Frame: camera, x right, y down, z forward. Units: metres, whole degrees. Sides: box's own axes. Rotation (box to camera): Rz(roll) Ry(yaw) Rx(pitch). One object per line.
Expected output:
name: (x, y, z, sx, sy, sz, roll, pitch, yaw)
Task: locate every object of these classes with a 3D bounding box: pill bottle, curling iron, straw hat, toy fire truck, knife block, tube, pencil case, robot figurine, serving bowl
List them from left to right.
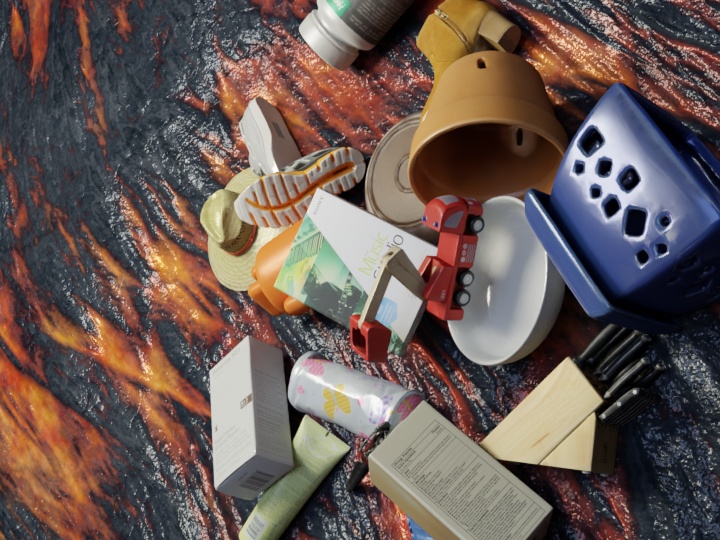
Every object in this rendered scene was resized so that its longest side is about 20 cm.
straw hat: (-0.202, -0.077, 1.541, 0.198, 0.084, 0.206, -12, 70, 36)
tube: (-0.096, 0.302, 1.372, 0.202, 0.057, 0.052, -58, 39, 11)
robot figurine: (-0.070, -0.014, 1.396, 0.198, 0.143, 0.118, -30, 87, 29)
pencil case: (-0.005, 0.172, 1.308, 0.198, 0.090, 0.085, 16, 97, 41)
curling iron: (0.004, 0.240, 1.250, 0.026, 0.049, 0.201, 42, 150, 11)
pill bottle: (0.008, -0.396, 1.443, 0.200, 0.112, 0.114, -46, 54, 20)
toy fire truck: (0.067, 0.007, 1.193, 0.049, 0.138, 0.205, 31, 115, 58)
serving bowl: (0.183, 0.016, 1.196, 0.199, 0.065, 0.205, -27, 58, 56)
knife block: (0.242, 0.139, 1.133, 0.197, 0.063, 0.180, -1, 76, 39)

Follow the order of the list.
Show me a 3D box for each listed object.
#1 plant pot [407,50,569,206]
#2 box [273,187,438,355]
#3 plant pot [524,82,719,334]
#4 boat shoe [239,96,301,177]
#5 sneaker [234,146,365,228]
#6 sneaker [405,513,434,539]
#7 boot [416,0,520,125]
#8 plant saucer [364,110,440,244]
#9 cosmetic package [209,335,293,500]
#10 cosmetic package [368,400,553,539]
plant pot: (0.160, -0.170, 1.218, 0.197, 0.199, 0.143, -18, 50, 34)
box: (0.000, 0.000, 1.283, 0.197, 0.036, 0.147, 27, 94, 19)
plant pot: (0.303, -0.049, 1.055, 0.180, 0.198, 0.202, -45, 54, 26)
boat shoe: (-0.144, -0.182, 1.536, 0.069, 0.071, 0.202, -45, 55, 28)
sneaker: (-0.089, -0.122, 1.431, 0.196, 0.080, 0.077, -22, 22, -9)
sneaker: (0.075, 0.333, 1.203, 0.200, 0.077, 0.112, 42, 95, 32)
boot: (0.116, -0.279, 1.350, 0.202, 0.071, 0.144, -51, 45, 1)
plant saucer: (0.078, -0.131, 1.365, 0.197, 0.032, 0.205, -12, 71, 37)
cosmetic package: (-0.156, 0.206, 1.397, 0.101, 0.073, 0.203, -41, 41, 28)
cosmetic package: (0.112, 0.258, 1.141, 0.105, 0.072, 0.199, -39, 61, -24)
